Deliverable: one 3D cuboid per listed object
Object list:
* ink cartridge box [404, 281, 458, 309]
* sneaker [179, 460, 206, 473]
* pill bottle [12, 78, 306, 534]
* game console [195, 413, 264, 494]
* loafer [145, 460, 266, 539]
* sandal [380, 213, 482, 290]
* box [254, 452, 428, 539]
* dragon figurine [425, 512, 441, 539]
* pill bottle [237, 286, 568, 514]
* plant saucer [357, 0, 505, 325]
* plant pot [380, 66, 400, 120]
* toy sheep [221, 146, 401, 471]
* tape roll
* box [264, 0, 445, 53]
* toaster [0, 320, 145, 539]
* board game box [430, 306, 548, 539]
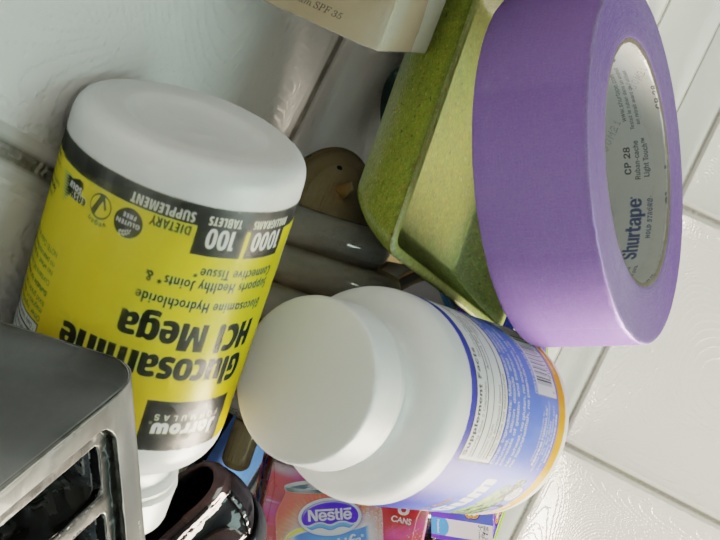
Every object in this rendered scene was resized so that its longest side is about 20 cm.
[{"bbox_3d":[0.048,0.024,1.179,0.067,0.117,0.200,-24,167,11],"label":"ink cartridge box"},{"bbox_3d":[-0.116,0.144,0.931,0.202,0.077,0.147,-28,143,-60],"label":"sneaker"},{"bbox_3d":[-0.105,0.021,0.720,0.112,0.112,0.201,-29,141,-63],"label":"pill bottle"},{"bbox_3d":[-0.035,0.138,1.125,0.201,0.175,0.116,-58,-169,-18],"label":"game console"},{"bbox_3d":[-0.147,0.158,0.793,0.199,0.072,0.063,-28,141,-6],"label":"loafer"},{"bbox_3d":[0.000,0.000,1.014,0.199,0.055,0.082,-29,-176,11],"label":"sandal"},{"bbox_3d":[-0.020,0.167,0.985,0.200,0.102,0.096,177,-74,-87],"label":"box"},{"bbox_3d":[0.040,0.216,1.127,0.200,0.058,0.100,117,-6,-83],"label":"dragon figurine"},{"bbox_3d":[0.023,0.070,0.807,0.200,0.112,0.113,18,98,-57],"label":"pill bottle"},{"bbox_3d":[0.065,-0.083,0.906,0.200,0.048,0.201,35,72,-63],"label":"plant saucer"},{"bbox_3d":[0.098,-0.106,1.076,0.133,0.201,0.201,-23,144,-26],"label":"plant pot"},{"bbox_3d":[-0.039,0.024,0.902,0.138,0.137,0.202,11,94,-73],"label":"toy sheep"},{"bbox_3d":[0.127,-0.058,0.856,0.200,0.065,0.202,-3,90,-66],"label":"tape roll"},{"bbox_3d":[0.020,-0.222,0.784,0.078,0.094,0.201,-18,130,-67],"label":"box"},{"bbox_3d":[-0.171,0.137,0.612,0.200,0.118,0.182,-41,135,-56],"label":"toaster"},{"bbox_3d":[0.094,0.077,1.073,0.200,0.044,0.136,-59,151,-57],"label":"board game box"}]
